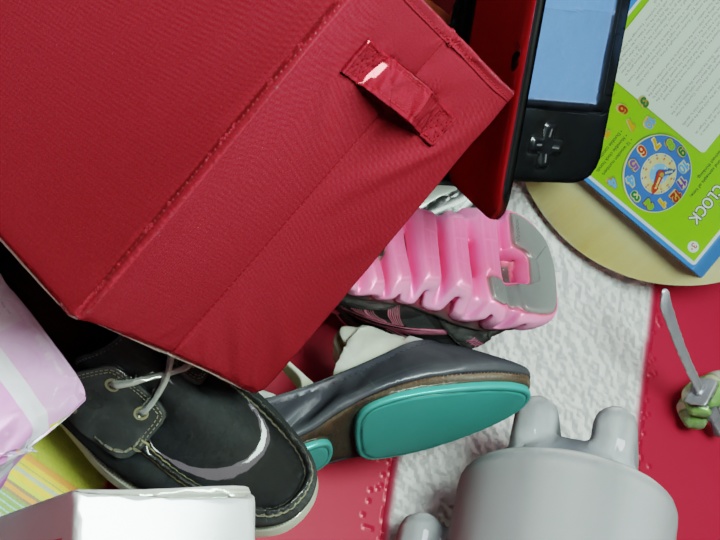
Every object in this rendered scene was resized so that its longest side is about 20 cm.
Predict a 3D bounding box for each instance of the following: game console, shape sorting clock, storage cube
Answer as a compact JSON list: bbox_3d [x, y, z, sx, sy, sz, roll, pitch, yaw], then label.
[{"bbox_3d":[0.106,-0.132,0.966,0.171,0.118,0.202,0,105,-41],"label":"game console"},{"bbox_3d":[0.181,-0.092,1.109,0.198,0.039,0.202,0,93,3],"label":"shape sorting clock"},{"bbox_3d":[-0.075,-0.083,0.842,0.200,0.171,0.180,43,95,25],"label":"storage cube"}]

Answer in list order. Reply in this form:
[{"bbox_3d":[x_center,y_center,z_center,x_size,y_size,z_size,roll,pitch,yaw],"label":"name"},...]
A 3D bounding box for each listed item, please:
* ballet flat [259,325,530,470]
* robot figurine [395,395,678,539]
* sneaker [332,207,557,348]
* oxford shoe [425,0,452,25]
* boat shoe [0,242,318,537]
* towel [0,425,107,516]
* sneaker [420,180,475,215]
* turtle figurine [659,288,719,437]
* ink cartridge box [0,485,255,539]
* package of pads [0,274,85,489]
[{"bbox_3d":[-0.016,0.064,0.963,0.198,0.073,0.074,-19,82,-14],"label":"ballet flat"},{"bbox_3d":[0.094,0.165,0.974,0.168,0.113,0.202,6,64,16],"label":"robot figurine"},{"bbox_3d":[0.000,0.000,0.988,0.199,0.095,0.080,20,56,-30],"label":"sneaker"},{"bbox_3d":[0.014,-0.113,1.037,0.199,0.071,0.073,21,99,-25],"label":"oxford shoe"},{"bbox_3d":[-0.104,0.049,0.890,0.199,0.068,0.072,37,70,2],"label":"boat shoe"},{"bbox_3d":[-0.148,0.066,0.934,0.086,0.018,0.201,38,58,-16],"label":"towel"},{"bbox_3d":[-0.018,-0.053,1.007,0.198,0.083,0.071,14,66,-25],"label":"sneaker"},{"bbox_3d":[0.248,0.087,1.075,0.143,0.200,0.196,-13,82,3],"label":"turtle figurine"},{"bbox_3d":[-0.105,0.195,0.823,0.083,0.145,0.202,5,76,-26],"label":"ink cartridge box"},{"bbox_3d":[-0.211,0.014,0.839,0.076,0.120,0.201,-33,84,-42],"label":"package of pads"}]
